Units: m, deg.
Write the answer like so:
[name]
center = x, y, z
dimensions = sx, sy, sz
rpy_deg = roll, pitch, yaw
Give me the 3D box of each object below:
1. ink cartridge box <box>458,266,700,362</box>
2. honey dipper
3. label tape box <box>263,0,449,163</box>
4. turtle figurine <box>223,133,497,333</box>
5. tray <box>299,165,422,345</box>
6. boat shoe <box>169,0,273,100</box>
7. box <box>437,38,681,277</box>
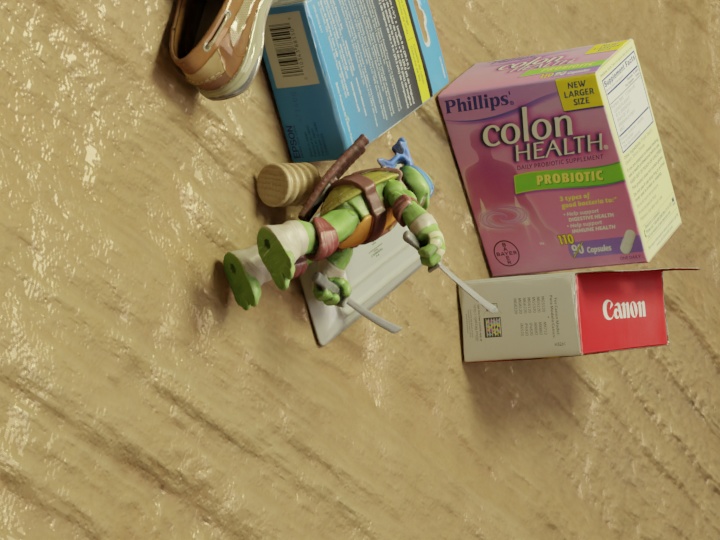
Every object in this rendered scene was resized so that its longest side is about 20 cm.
[ink cartridge box]
center = 0.223, 0.042, 1.988
dimensions = 0.200, 0.175, 0.084
rpy_deg = -2, 88, -56
[honey dipper]
center = -0.015, -0.076, 1.762
dimensions = 0.200, 0.038, 0.038
rpy_deg = -4, 89, -54
[label tape box]
center = -0.006, -0.197, 1.779
dimensions = 0.200, 0.066, 0.143
rpy_deg = -42, 121, -53
[turtle figurine]
center = 0.000, 0.000, 1.660
dimensions = 0.194, 0.144, 0.200
rpy_deg = -18, 115, -34
[tray]
center = 0.007, -0.019, 1.811
dimensions = 0.200, 0.022, 0.108
rpy_deg = -38, 116, -52
[boat shoe]
center = -0.109, -0.240, 1.620
dimensions = 0.072, 0.076, 0.200
rpy_deg = 30, 60, -49
[box]
center = 0.197, -0.108, 1.967
dimensions = 0.097, 0.176, 0.200
rpy_deg = -42, 120, -51
